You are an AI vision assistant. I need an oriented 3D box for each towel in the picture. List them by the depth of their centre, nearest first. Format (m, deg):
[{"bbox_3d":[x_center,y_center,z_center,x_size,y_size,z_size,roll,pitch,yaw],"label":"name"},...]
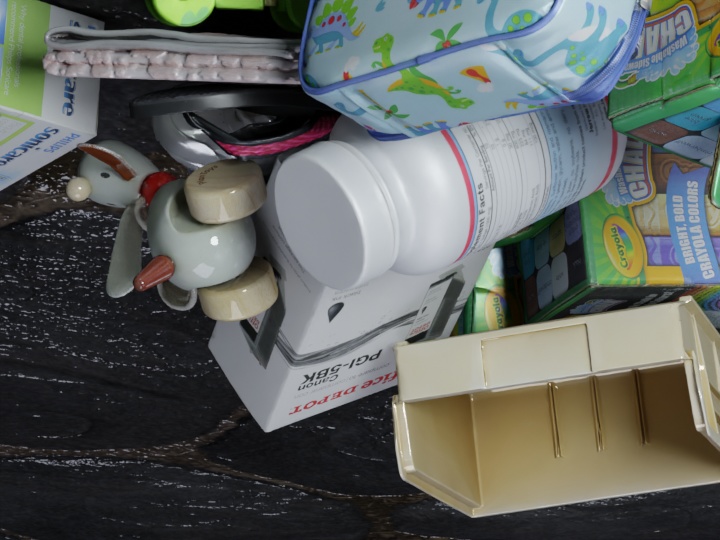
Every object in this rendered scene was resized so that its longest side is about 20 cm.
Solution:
[{"bbox_3d":[-0.061,-0.128,1.384,0.199,0.032,0.191,6,-174,31],"label":"towel"}]

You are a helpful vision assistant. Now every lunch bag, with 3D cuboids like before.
[{"bbox_3d":[0.065,-0.160,1.201,0.199,0.162,0.082,-13,148,44],"label":"lunch bag"}]

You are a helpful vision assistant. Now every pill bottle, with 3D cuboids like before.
[{"bbox_3d":[0.052,-0.063,1.325,0.199,0.109,0.109,-26,178,-32],"label":"pill bottle"}]

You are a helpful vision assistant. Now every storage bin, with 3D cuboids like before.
[{"bbox_3d":[0.140,0.092,1.504,0.199,0.094,0.199,-9,164,15],"label":"storage bin"}]

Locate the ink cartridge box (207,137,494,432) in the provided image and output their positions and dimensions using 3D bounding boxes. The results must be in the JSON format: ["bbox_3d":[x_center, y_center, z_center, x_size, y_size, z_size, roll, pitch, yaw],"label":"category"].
[{"bbox_3d":[0.000,0.000,1.476,0.146,0.083,0.200,-19,150,-30],"label":"ink cartridge box"}]

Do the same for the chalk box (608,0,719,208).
[{"bbox_3d":[0.214,-0.126,1.195,0.124,0.201,0.124,16,157,-35],"label":"chalk box"}]

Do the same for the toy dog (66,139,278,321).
[{"bbox_3d":[-0.133,-0.024,1.430,0.096,0.132,0.200,-24,-170,-29],"label":"toy dog"}]

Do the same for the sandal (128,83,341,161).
[{"bbox_3d":[-0.046,-0.089,1.383,0.199,0.045,0.075,-2,-173,-36],"label":"sandal"}]

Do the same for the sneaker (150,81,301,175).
[{"bbox_3d":[-0.038,-0.111,1.517,0.199,0.078,0.099,-2,157,-17],"label":"sneaker"}]

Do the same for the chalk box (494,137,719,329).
[{"bbox_3d":[0.175,-0.034,1.523,0.199,0.125,0.125,2,165,-17],"label":"chalk box"}]

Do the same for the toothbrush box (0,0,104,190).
[{"bbox_3d":[-0.286,-0.128,1.461,0.199,0.087,0.145,14,158,-35],"label":"toothbrush box"}]

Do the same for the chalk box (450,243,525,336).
[{"bbox_3d":[0.126,0.000,1.680,0.199,0.125,0.125,3,180,-4],"label":"chalk box"}]

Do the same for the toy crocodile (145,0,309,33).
[{"bbox_3d":[-0.065,-0.172,1.348,0.199,0.062,0.068,3,-174,-9],"label":"toy crocodile"}]

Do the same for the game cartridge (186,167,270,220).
[{"bbox_3d":[-0.041,-0.039,1.616,0.041,0.134,0.200,-34,151,25],"label":"game cartridge"}]
